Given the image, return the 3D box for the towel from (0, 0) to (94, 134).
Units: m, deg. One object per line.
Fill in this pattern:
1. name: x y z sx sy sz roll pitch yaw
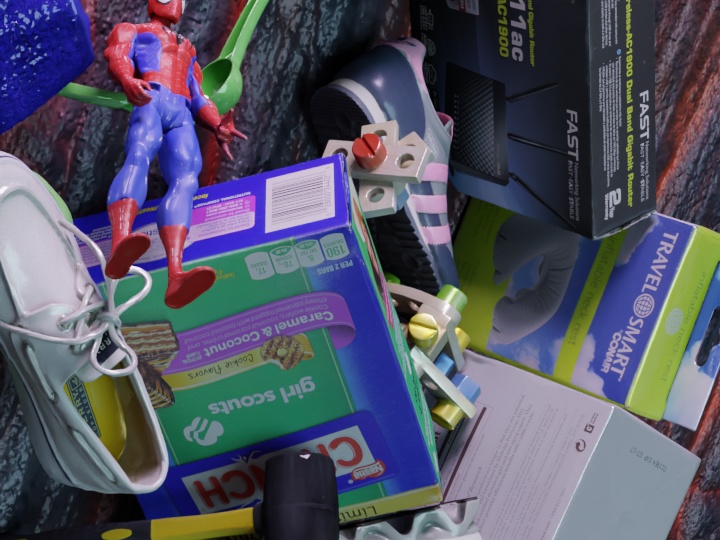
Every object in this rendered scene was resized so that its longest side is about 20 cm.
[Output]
1. towel: -0.225 -0.106 1.074 0.200 0.050 0.148 -42 125 -26

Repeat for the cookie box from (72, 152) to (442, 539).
1. cookie box: -0.060 0.052 1.227 0.171 0.075 0.200 -14 126 8

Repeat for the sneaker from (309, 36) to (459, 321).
1. sneaker: 0.036 -0.051 1.358 0.082 0.070 0.200 -45 137 -30

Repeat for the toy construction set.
1. toy construction set: 0.000 0.000 1.289 0.092 0.131 0.200 -43 139 -29

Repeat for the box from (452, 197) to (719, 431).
1. box: 0.141 0.013 1.393 0.048 0.200 0.122 21 90 -47

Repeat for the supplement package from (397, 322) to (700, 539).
1. supplement package: 0.087 0.120 1.379 0.114 0.200 0.110 32 82 -46

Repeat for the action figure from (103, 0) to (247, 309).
1. action figure: -0.100 -0.075 1.138 0.065 0.200 0.052 23 130 -29

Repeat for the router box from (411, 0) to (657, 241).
1. router box: 0.103 -0.133 1.333 0.062 0.150 0.200 -25 122 -36

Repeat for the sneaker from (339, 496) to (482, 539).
1. sneaker: -0.019 0.189 1.259 0.200 0.074 0.089 -9 86 -12

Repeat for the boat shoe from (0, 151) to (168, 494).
1. boat shoe: -0.141 0.032 1.100 0.075 0.086 0.202 -41 127 -38

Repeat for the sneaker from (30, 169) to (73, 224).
1. sneaker: -0.229 0.019 1.119 0.200 0.077 0.084 -56 131 -28

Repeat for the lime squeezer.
1. lime squeezer: -0.103 -0.111 1.215 0.200 0.038 0.071 -27 123 -35

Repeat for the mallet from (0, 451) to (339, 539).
1. mallet: -0.105 0.152 1.211 0.041 0.200 0.066 50 27 -64
